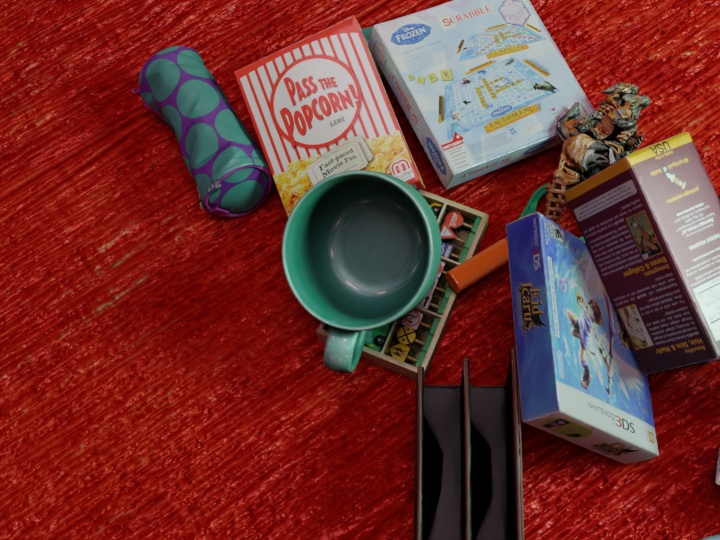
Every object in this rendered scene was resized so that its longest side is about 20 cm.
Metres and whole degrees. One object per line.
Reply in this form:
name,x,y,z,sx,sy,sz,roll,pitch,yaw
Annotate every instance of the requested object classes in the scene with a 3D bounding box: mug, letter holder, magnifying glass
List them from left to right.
mug,-0.004,-0.011,1.026,0.152,0.114,0.185,45,101,5
letter holder,0.100,0.184,0.951,0.099,0.143,0.202,1,65,3
magnifying glass,0.177,-0.033,1.099,0.199,0.022,0.080,-29,73,-22

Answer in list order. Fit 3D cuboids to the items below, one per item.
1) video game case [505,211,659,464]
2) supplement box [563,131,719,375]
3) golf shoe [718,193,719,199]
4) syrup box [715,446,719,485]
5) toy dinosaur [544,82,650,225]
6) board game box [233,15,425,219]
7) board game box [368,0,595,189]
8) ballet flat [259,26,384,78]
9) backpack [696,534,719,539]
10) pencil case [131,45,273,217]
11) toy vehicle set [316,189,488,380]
video game case,0.216,0.068,0.984,0.045,0.180,0.202,-22,56,36
supplement box,0.293,-0.013,0.971,0.085,0.110,0.202,-21,85,-24
golf shoe,0.375,-0.008,1.053,0.077,0.095,0.202,15,68,8
syrup box,0.410,0.118,0.940,0.078,0.081,0.202,26,111,14
toy dinosaur,0.261,-0.113,1.103,0.135,0.102,0.201,34,91,15
board game box,-0.035,-0.155,1.118,0.150,0.046,0.202,-23,79,8
board game box,0.139,-0.216,1.156,0.198,0.041,0.201,-21,74,-19
ballet flat,-0.031,-0.235,1.189,0.197,0.068,0.071,-14,28,1
backpack,0.379,0.310,0.877,0.197,0.147,0.185,-11,67,-5
pencil case,-0.181,-0.157,1.156,0.092,0.085,0.201,-36,66,9
toy vehicle set,0.048,0.007,1.100,0.123,0.027,0.202,20,68,12
